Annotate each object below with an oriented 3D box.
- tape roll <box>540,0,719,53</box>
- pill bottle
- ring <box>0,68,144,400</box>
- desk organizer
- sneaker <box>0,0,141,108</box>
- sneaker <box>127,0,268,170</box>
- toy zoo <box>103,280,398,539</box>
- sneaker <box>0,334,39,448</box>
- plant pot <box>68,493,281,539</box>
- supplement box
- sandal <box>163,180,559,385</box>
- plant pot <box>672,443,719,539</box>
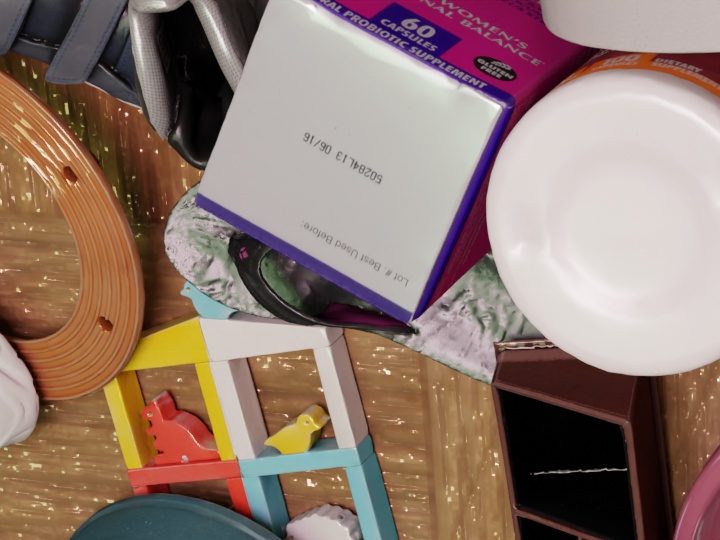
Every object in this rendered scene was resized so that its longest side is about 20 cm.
[{"bbox_3d":[0.156,-0.171,0.886,0.202,0.203,0.140,-1,109,25],"label":"tape roll"},{"bbox_3d":[0.133,-0.045,0.944,0.114,0.200,0.115,8,112,21],"label":"pill bottle"},{"bbox_3d":[-0.183,-0.025,1.174,0.200,0.019,0.201,20,131,26],"label":"ring"},{"bbox_3d":[0.102,0.136,1.078,0.071,0.077,0.201,-4,114,14],"label":"desk organizer"},{"bbox_3d":[-0.146,-0.127,1.113,0.200,0.079,0.079,32,118,9],"label":"sneaker"},{"bbox_3d":[-0.054,-0.081,1.012,0.075,0.200,0.116,-11,61,19],"label":"sneaker"},{"bbox_3d":[-0.054,0.096,1.186,0.131,0.020,0.201,-8,105,27],"label":"toy zoo"},{"bbox_3d":[-0.245,0.023,1.171,0.200,0.099,0.078,51,140,-5],"label":"sneaker"},{"bbox_3d":[-0.117,0.238,1.146,0.199,0.188,0.201,15,121,26],"label":"plant pot"},{"bbox_3d":[0.032,-0.074,0.980,0.101,0.200,0.104,29,117,11],"label":"supplement box"},{"bbox_3d":[0.001,-0.001,1.100,0.200,0.048,0.076,16,101,15],"label":"sandal"},{"bbox_3d":[0.209,0.158,0.998,0.199,0.179,0.201,9,113,22],"label":"plant pot"}]
